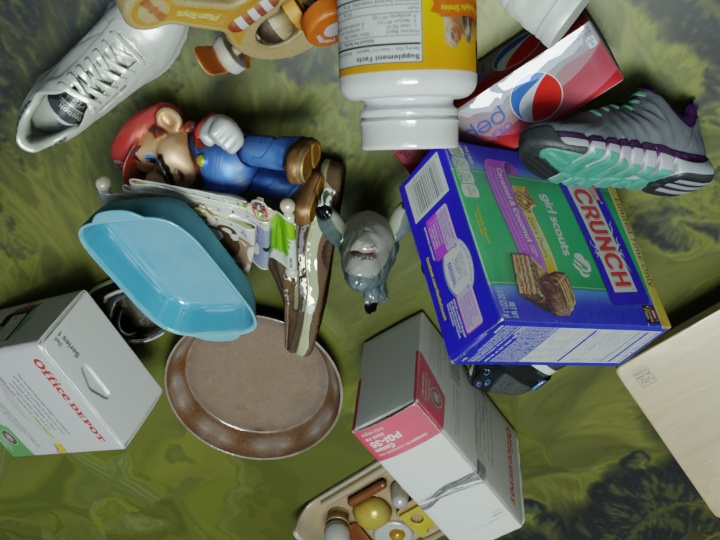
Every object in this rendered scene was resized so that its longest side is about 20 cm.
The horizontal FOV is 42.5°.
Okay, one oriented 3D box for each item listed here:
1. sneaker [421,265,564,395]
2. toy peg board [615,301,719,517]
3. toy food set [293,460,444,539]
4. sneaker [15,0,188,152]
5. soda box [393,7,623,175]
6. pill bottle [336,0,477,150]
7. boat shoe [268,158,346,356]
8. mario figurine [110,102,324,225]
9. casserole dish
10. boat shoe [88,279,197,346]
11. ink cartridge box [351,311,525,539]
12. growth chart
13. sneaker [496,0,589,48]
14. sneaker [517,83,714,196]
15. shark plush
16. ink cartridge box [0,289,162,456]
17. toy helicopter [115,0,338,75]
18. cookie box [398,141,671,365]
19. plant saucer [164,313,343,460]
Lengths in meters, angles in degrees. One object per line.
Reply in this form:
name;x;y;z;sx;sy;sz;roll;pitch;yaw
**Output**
sneaker;0.123;0.065;0.943;0.198;0.073;0.112;30;118;-16
toy peg board;0.399;0.112;0.954;0.199;0.098;0.200;-34;98;22
toy food set;0.036;0.307;1.110;0.199;0.061;0.144;-34;113;23
sneaker;-0.226;-0.175;0.818;0.199;0.081;0.076;-37;111;22
soda box;0.124;-0.148;0.811;0.198;0.070;0.064;-32;118;22
pill bottle;0.036;-0.195;0.708;0.107;0.109;0.204;-1;97;5
boat shoe;-0.064;-0.015;0.912;0.073;0.075;0.206;10;110;2
mario figurine;-0.137;-0.083;0.828;0.197;0.106;0.126;11;106;16
casserole dish;-0.167;-0.003;0.839;0.119;0.039;0.201;-3;142;24
boat shoe;-0.238;0.046;0.968;0.198;0.061;0.074;-27;118;20
ink cartridge box;0.085;0.170;0.968;0.082;0.147;0.201;-28;116;22
growth chart;-0.146;-0.036;0.844;0.196;0.018;0.145;8;151;9
sneaker;0.165;-0.289;0.716;0.115;0.074;0.201;39;96;9
sneaker;0.214;-0.119;0.790;0.197;0.089;0.074;6;165;-29
shark plush;0.000;0.000;0.866;0.089;0.085;0.200;-1;165;-7
ink cartridge box;-0.327;0.113;0.968;0.198;0.084;0.146;-11;123;36
toy helicopter;-0.108;-0.205;0.749;0.198;0.080;0.132;-7;157;-42
cookie box;0.149;-0.012;0.790;0.197;0.174;0.075;4;148;-34
plant saucer;-0.116;0.124;1.023;0.196;0.035;0.203;2;121;3
